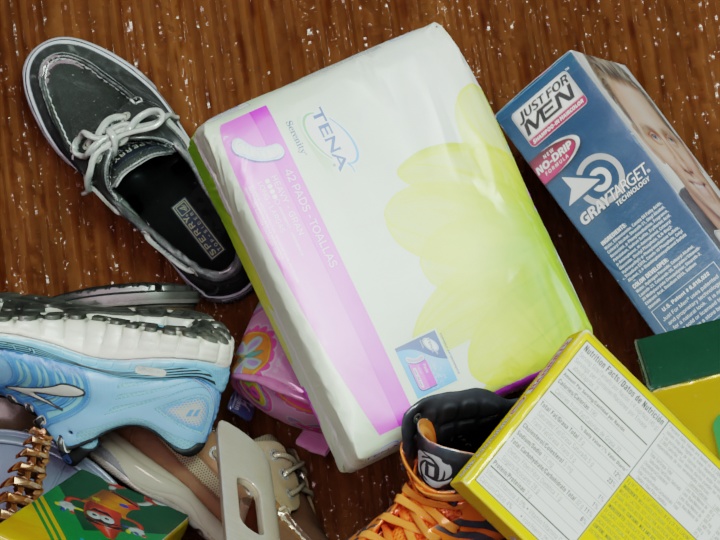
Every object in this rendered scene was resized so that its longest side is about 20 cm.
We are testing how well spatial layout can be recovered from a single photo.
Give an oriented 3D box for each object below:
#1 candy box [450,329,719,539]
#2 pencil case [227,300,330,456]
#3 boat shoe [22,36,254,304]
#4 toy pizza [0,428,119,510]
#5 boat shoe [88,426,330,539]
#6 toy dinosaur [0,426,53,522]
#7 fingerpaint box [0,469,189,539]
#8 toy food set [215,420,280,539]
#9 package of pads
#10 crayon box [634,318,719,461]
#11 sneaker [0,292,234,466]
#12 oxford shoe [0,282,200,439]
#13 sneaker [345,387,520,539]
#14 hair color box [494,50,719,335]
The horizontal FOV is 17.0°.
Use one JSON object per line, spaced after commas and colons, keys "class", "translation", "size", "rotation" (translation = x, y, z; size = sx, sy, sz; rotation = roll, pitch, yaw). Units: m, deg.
{"class": "candy box", "translation": [0.147, 0.134, 1.188], "size": [0.200, 0.026, 0.102], "rotation": [44, 69, -8]}
{"class": "pencil case", "translation": [0.000, 0.000, 1.355], "size": [0.087, 0.087, 0.201], "rotation": [21, 74, 12]}
{"class": "boat shoe", "translation": [-0.132, -0.064, 1.407], "size": [0.073, 0.068, 0.200], "rotation": [-36, 75, 0]}
{"class": "toy pizza", "translation": [-0.204, 0.189, 1.372], "size": [0.199, 0.032, 0.202], "rotation": [0, 92, 11]}
{"class": "boat shoe", "translation": [-0.062, 0.126, 1.356], "size": [0.199, 0.076, 0.072], "rotation": [34, 83, 12]}
{"class": "toy dinosaur", "translation": [-0.241, 0.161, 1.328], "size": [0.136, 0.102, 0.200], "rotation": [38, 85, -17]}
{"class": "fingerpaint box", "translation": [-0.175, 0.220, 1.263], "size": [0.073, 0.167, 0.201], "rotation": [23, 100, 6]}
{"class": "toy food set", "translation": [-0.092, 0.198, 1.244], "size": [0.060, 0.144, 0.201], "rotation": [16, 114, -15]}
{"class": "package of pads", "translation": [0.019, -0.016, 1.282], "size": [0.154, 0.068, 0.201], "rotation": [-24, 83, -15]}
{"class": "crayon box", "translation": [0.250, 0.111, 1.262], "size": [0.172, 0.058, 0.201], "rotation": [-15, 117, 4]}
{"class": "sneaker", "translation": [-0.171, 0.064, 1.321], "size": [0.199, 0.078, 0.091], "rotation": [6, 100, 8]}
{"class": "oxford shoe", "translation": [-0.179, 0.059, 1.394], "size": [0.199, 0.073, 0.085], "rotation": [-19, 85, 13]}
{"class": "sneaker", "translation": [0.022, 0.127, 1.225], "size": [0.200, 0.112, 0.077], "rotation": [-39, 57, -21]}
{"class": "hair color box", "translation": [0.167, -0.024, 1.332], "size": [0.060, 0.100, 0.200], "rotation": [-40, 75, 18]}
